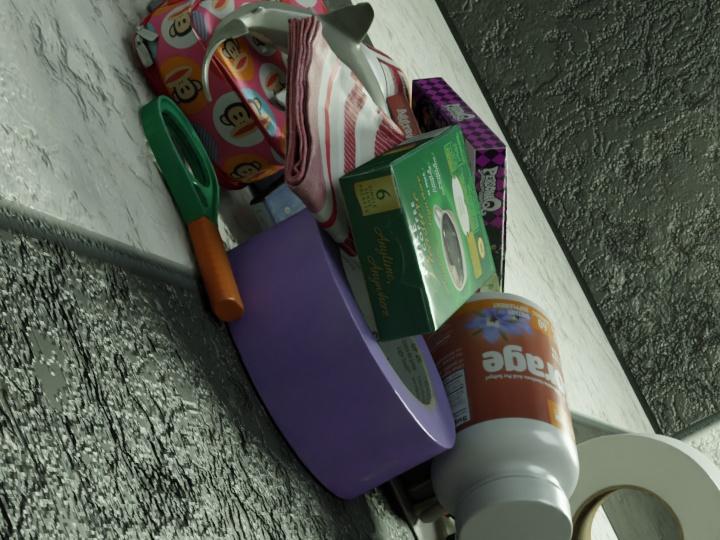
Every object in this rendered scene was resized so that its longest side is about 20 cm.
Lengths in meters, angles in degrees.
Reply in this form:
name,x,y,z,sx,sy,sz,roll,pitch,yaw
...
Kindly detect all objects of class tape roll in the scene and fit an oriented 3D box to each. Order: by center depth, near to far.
name,x,y,z,sx,sy,sz,roll,pitch,yaw
tape roll,-0.016,0.056,1.434,0.200,0.085,0.200,58,12,-20
tape roll,0.255,0.253,1.878,0.203,0.202,0.139,63,10,10

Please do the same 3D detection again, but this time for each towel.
name,x,y,z,sx,sy,sz,roll,pitch,yaw
towel,-0.002,-0.072,1.437,0.200,0.023,0.144,48,35,-52

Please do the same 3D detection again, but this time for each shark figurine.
name,x,y,z,sx,sy,sz,roll,pitch,yaw
shark figurine,-0.037,-0.175,1.483,0.214,0.089,0.128,21,52,-48

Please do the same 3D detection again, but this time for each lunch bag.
name,x,y,z,sx,sy,sz,roll,pitch,yaw
lunch bag,-0.090,-0.174,1.553,0.176,0.082,0.200,58,31,-15

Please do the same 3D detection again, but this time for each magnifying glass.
name,x,y,z,sx,sy,sz,roll,pitch,yaw
magnifying glass,-0.114,-0.045,1.402,0.080,0.022,0.200,49,17,-48

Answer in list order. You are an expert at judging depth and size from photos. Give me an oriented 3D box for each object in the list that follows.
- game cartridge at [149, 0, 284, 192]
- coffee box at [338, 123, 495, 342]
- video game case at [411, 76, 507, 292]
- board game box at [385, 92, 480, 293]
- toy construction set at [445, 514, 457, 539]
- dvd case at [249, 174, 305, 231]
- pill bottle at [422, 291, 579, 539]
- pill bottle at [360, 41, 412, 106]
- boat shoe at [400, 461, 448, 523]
name,x,y,z,sx,sy,sz,roll,pitch,yaw
game cartridge,-0.105,-0.152,1.670,0.200,0.041,0.133,59,15,-15
coffee box,0.044,-0.031,1.441,0.200,0.044,0.123,-40,117,-69
video game case,0.089,-0.063,1.865,0.200,0.036,0.182,-122,-150,-61
board game box,0.064,-0.042,1.668,0.103,0.019,0.200,74,-3,-56
toy construction set,0.123,0.231,1.645,0.131,0.092,0.200,56,1,-27
dvd case,0.000,0.000,1.587,0.143,0.018,0.200,-42,111,-46
pill bottle,0.106,0.122,1.521,0.112,0.112,0.200,52,22,-41
pill bottle,-0.024,-0.161,1.857,0.113,0.113,0.200,63,11,6
boat shoe,0.066,0.135,1.641,0.073,0.074,0.200,60,10,-10
